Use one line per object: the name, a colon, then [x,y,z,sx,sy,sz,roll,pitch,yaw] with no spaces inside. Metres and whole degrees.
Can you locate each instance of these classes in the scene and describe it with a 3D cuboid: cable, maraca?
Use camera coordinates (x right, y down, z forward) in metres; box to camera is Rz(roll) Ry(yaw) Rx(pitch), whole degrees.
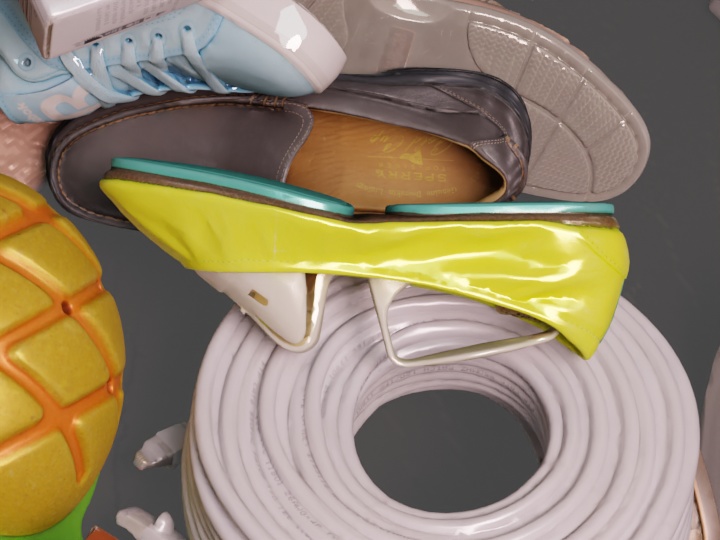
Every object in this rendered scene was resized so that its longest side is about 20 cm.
cable: [0.031,0.070,0.845,0.199,0.070,0.200,36,58,25]
maraca: [-0.142,0.051,0.827,0.137,0.107,0.202,17,56,-48]

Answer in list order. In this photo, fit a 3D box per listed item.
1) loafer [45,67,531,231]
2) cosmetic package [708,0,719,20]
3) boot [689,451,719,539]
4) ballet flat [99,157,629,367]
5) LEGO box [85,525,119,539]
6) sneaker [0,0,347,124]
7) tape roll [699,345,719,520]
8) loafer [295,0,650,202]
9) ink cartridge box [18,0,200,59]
loafer: [-0.030,-0.045,0.883,0.198,0.072,0.073,-6,107,3]
cosmetic package: [0.295,-0.113,0.957,0.166,0.167,0.200,-41,90,-18]
boot: [0.107,0.130,0.910,0.075,0.074,0.202,-6,82,-6]
ballet flat: [0.000,0.000,0.820,0.198,0.067,0.068,6,92,-2]
LEGO box: [-0.031,0.200,0.770,0.199,0.150,0.077,27,54,18]
sneaker: [-0.099,-0.086,0.870,0.199,0.074,0.082,19,79,30]
tape roll: [0.234,0.099,0.878,0.138,0.203,0.205,-2,79,-15]
loafer: [0.031,-0.094,0.938,0.199,0.072,0.063,22,30,-11]
ink cartridge box: [-0.065,-0.202,0.820,0.199,0.041,0.201,-23,79,-15]
